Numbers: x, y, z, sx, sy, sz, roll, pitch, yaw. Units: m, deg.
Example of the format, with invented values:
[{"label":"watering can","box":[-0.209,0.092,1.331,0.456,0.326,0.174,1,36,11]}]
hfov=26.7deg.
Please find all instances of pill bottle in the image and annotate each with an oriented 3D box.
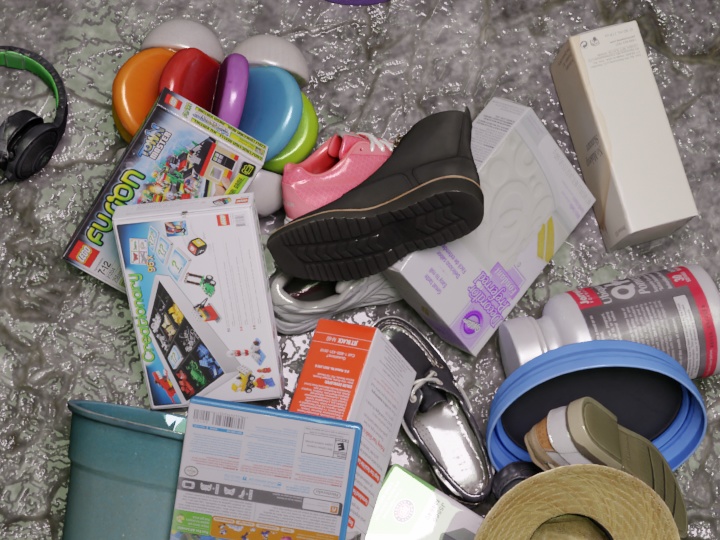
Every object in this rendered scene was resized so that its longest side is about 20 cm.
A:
[{"label":"pill bottle","box":[0.238,0.067,1.437,0.200,0.111,0.111,-13,81,-7]}]

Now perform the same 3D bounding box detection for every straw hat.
[{"label":"straw hat","box":[0.180,0.250,1.327,0.201,0.085,0.201,-1,103,-5]}]

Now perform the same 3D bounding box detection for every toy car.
[{"label":"toy car","box":[-0.137,-0.152,1.424,0.200,0.150,0.175,10,79,-3]}]

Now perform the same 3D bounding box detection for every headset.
[{"label":"headset","box":[-0.348,-0.127,1.431,0.123,0.094,0.200,10,68,-3]}]

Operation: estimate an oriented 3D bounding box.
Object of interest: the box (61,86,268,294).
[{"label":"box","box":[-0.181,-0.061,1.389,0.110,0.035,0.200,29,123,-13]}]

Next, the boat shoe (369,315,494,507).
[{"label":"boat shoe","box":[0.067,0.131,1.437,0.074,0.060,0.200,-23,83,-9]}]

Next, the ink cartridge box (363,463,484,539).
[{"label":"ink cartridge box","box":[0.075,0.291,1.397,0.200,0.084,0.146,31,78,1]}]

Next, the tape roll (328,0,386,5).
[{"label":"tape roll","box":[-0.003,-0.371,1.518,0.200,0.066,0.200,1,79,-5]}]

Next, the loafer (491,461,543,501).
[{"label":"loafer","box":[0.208,0.245,1.400,0.200,0.070,0.068,35,112,-12]}]

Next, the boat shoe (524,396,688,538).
[{"label":"boat shoe","box":[0.224,0.183,1.367,0.200,0.068,0.075,44,36,-31]}]

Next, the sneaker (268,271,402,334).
[{"label":"sneaker","box":[0.000,0.000,1.434,0.200,0.099,0.078,-28,83,-9]}]

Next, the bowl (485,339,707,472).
[{"label":"bowl","box":[0.214,0.137,1.391,0.200,0.201,0.039,1,46,-5]}]

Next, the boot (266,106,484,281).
[{"label":"boot","box":[0.017,-0.071,1.383,0.200,0.077,0.138,-13,41,15]}]

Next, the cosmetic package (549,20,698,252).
[{"label":"cosmetic package","box":[0.254,-0.129,1.478,0.073,0.104,0.200,-14,80,-6]}]

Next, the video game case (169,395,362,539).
[{"label":"video game case","box":[-0.083,0.212,1.243,0.143,0.018,0.200,9,96,3]}]

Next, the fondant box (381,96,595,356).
[{"label":"fondant box","box":[0.117,-0.041,1.434,0.200,0.058,0.144,-51,129,-10]}]

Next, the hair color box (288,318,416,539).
[{"label":"hair color box","box":[-0.022,0.157,1.339,0.064,0.111,0.200,8,68,25]}]

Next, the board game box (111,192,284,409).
[{"label":"board game box","box":[-0.145,0.030,1.386,0.126,0.035,0.200,-5,117,4]}]

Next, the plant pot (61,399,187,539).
[{"label":"plant pot","box":[-0.180,0.230,1.341,0.200,0.200,0.196,12,87,-3]}]

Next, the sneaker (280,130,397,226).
[{"label":"sneaker","box":[0.011,-0.099,1.437,0.200,0.074,0.087,-28,122,-25]}]
